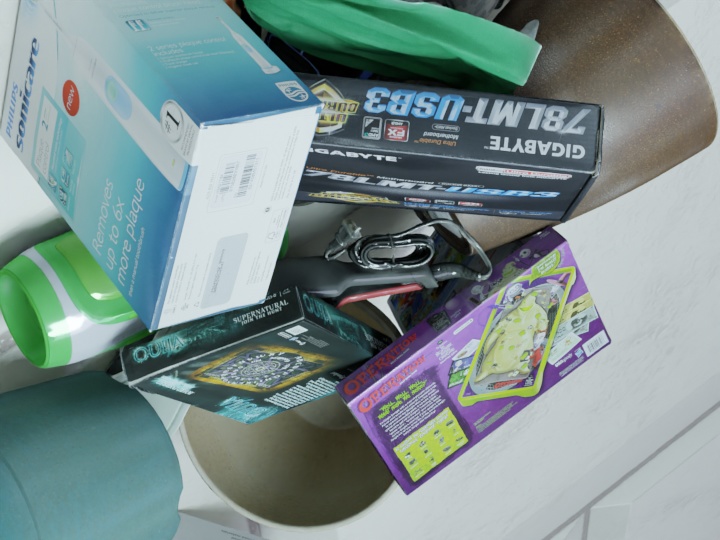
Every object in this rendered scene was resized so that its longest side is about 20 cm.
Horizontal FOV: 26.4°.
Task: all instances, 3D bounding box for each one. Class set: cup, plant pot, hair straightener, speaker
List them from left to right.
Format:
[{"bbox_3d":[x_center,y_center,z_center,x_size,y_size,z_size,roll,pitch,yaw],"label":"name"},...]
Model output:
[{"bbox_3d":[-0.244,0.169,1.085,0.195,0.200,0.201,-21,143,-49],"label":"plant pot"},{"bbox_3d":[-0.150,-0.004,1.079,0.199,0.088,0.089,-26,144,-30],"label":"speaker"},{"bbox_3d":[-0.037,0.097,1.266,0.201,0.200,0.143,-54,176,14],"label":"cup"},{"bbox_3d":[0.000,0.000,1.074,0.198,0.041,0.077,-5,144,-14],"label":"hair straightener"},{"bbox_3d":[0.130,-0.107,1.149,0.200,0.187,0.187,-38,149,-8],"label":"plant pot"}]

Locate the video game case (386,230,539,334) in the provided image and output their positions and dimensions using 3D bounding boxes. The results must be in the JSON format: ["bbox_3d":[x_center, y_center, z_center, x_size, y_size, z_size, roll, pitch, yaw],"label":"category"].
[{"bbox_3d":[0.083,0.005,1.256,0.018,0.200,0.144,30,102,-18],"label":"video game case"}]

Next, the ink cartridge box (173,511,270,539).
[{"bbox_3d":[-0.133,0.352,1.367,0.145,0.201,0.147,18,123,-7],"label":"ink cartridge box"}]

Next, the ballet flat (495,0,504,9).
[{"bbox_3d":[0.045,-0.211,1.096,0.199,0.068,0.064,-7,139,-47],"label":"ballet flat"}]

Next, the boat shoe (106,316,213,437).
[{"bbox_3d":[-0.154,0.078,1.188,0.200,0.076,0.060,-42,-163,25],"label":"boat shoe"}]

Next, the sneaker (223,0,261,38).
[{"bbox_3d":[-0.101,-0.126,1.014,0.090,0.070,0.201,-29,150,-43],"label":"sneaker"}]

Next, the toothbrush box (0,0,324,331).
[{"bbox_3d":[-0.124,-0.089,0.900,0.085,0.200,0.147,-12,137,-36],"label":"toothbrush box"}]

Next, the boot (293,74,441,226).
[{"bbox_3d":[0.024,-0.087,1.222,0.182,0.073,0.200,-44,155,-5],"label":"boot"}]

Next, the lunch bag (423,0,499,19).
[{"bbox_3d":[0.064,-0.251,0.960,0.200,0.139,0.168,-52,136,-11],"label":"lunch bag"}]

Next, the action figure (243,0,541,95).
[{"bbox_3d":[0.002,-0.152,0.902,0.118,0.198,0.055,120,-13,-71],"label":"action figure"}]

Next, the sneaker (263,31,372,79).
[{"bbox_3d":[-0.036,-0.135,1.034,0.078,0.070,0.200,-48,172,-3],"label":"sneaker"}]

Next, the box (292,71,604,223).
[{"bbox_3d":[0.046,-0.074,0.979,0.199,0.198,0.050,79,16,-84],"label":"box"}]

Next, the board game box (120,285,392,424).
[{"bbox_3d":[-0.066,0.064,1.095,0.134,0.028,0.200,-21,161,14],"label":"board game box"}]

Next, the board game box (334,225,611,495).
[{"bbox_3d":[0.087,0.069,1.143,0.199,0.032,0.120,-36,135,-6],"label":"board game box"}]
